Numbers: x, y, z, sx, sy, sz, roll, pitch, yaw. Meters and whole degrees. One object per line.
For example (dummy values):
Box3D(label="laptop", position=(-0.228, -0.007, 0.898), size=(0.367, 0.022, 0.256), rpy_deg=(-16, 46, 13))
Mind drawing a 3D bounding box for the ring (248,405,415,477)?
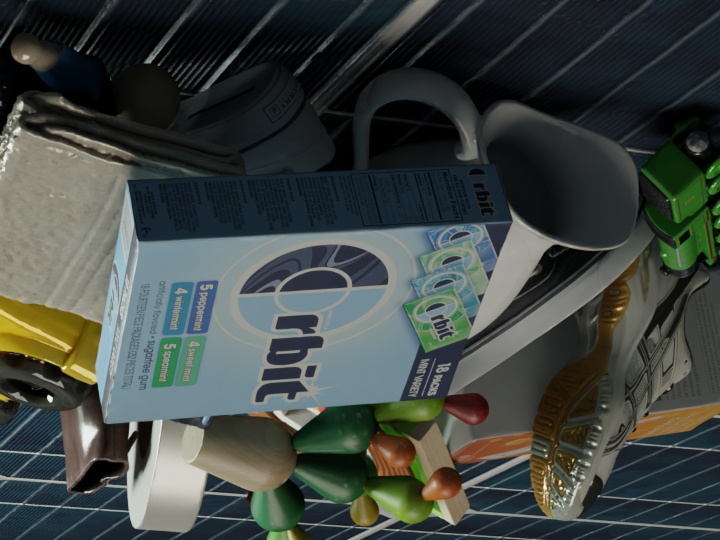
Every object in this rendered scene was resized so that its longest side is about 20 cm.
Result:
Box3D(label="ring", position=(-0.037, 0.092, 1.742), size=(0.200, 0.019, 0.200), rpy_deg=(34, 161, 14))

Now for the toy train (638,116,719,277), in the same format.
Box3D(label="toy train", position=(0.199, -0.038, 1.521), size=(0.056, 0.042, 0.200), rpy_deg=(-43, 161, -4))

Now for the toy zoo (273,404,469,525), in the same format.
Box3D(label="toy zoo", position=(-0.017, 0.097, 1.779), size=(0.200, 0.020, 0.131), rpy_deg=(30, 160, 28))

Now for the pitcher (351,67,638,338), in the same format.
Box3D(label="pitcher", position=(0.035, -0.037, 1.463), size=(0.171, 0.121, 0.200), rpy_deg=(34, 142, -21))

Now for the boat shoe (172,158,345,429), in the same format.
Box3D(label="boat shoe", position=(-0.060, 0.011, 1.459), size=(0.069, 0.084, 0.200), rpy_deg=(33, 125, -12))

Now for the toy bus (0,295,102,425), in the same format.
Box3D(label="toy bus", position=(-0.255, -0.001, 1.562), size=(0.192, 0.136, 0.200), rpy_deg=(26, 155, -30))

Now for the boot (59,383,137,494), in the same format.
Box3D(label="boot", position=(-0.193, 0.067, 1.697), size=(0.072, 0.167, 0.200), rpy_deg=(8, 164, -20))

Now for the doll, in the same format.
Box3D(label="doll", position=(-0.193, -0.097, 1.343), size=(0.200, 0.049, 0.136), rpy_deg=(6, 157, -18))

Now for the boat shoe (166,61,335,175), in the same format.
Box3D(label="boat shoe", position=(-0.103, -0.054, 1.414), size=(0.200, 0.074, 0.067), rpy_deg=(-14, 124, 40))

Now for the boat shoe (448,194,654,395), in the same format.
Box3D(label="boat shoe", position=(0.097, 0.004, 1.583), size=(0.200, 0.068, 0.072), rpy_deg=(-36, -171, 2))

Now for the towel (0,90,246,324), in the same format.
Box3D(label="towel", position=(-0.146, -0.030, 1.379), size=(0.132, 0.035, 0.200), rpy_deg=(17, 149, -15))

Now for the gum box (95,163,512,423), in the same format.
Box3D(label="gum box", position=(-0.035, 0.013, 1.361), size=(0.200, 0.045, 0.170), rpy_deg=(-3, 144, -15))

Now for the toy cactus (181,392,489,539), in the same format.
Box3D(label="toy cactus", position=(-0.028, 0.111, 1.550), size=(0.165, 0.102, 0.200), rpy_deg=(16, 148, -27))

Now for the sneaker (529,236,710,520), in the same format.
Box3D(label="sneaker", position=(0.177, 0.073, 1.656), size=(0.088, 0.200, 0.076), rpy_deg=(16, -177, -31))

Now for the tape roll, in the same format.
Box3D(label="tape roll", position=(-0.122, 0.069, 1.648), size=(0.037, 0.203, 0.203), rpy_deg=(6, 163, -10))

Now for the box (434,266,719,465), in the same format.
Box3D(label="box", position=(0.149, 0.069, 1.756), size=(0.200, 0.098, 0.124), rpy_deg=(-7, 169, -13))
